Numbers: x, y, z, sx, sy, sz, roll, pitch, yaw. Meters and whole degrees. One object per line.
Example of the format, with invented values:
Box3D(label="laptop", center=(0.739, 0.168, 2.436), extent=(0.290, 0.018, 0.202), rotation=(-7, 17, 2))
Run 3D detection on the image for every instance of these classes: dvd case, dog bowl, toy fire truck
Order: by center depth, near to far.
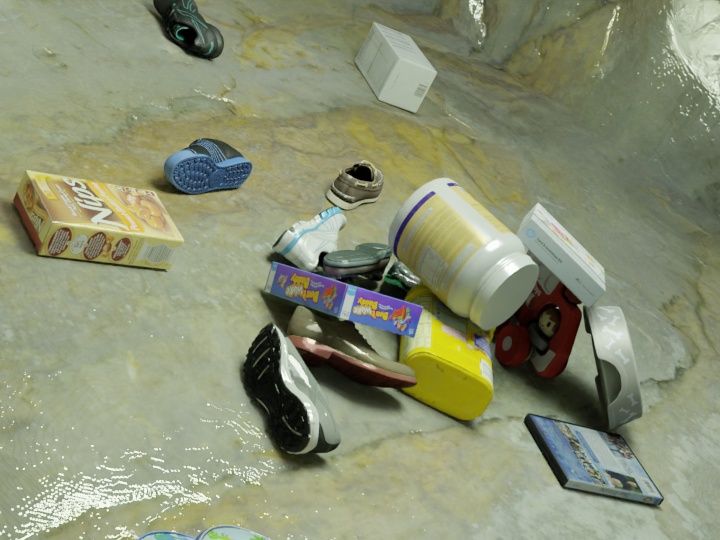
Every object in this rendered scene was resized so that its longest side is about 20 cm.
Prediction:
Box3D(label="dvd case", center=(0.349, 0.282, 1.779), extent=(0.198, 0.018, 0.143), rotation=(16, 28, -30))
Box3D(label="dog bowl", center=(0.400, 0.149, 1.885), extent=(0.058, 0.203, 0.201), rotation=(-11, 25, 7))
Box3D(label="toy fire truck", center=(0.292, 0.067, 1.935), extent=(0.111, 0.169, 0.201), rotation=(16, 28, -29))

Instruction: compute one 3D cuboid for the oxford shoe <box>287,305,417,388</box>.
Box3D(label="oxford shoe", center=(-0.007, 0.104, 1.601), extent=(0.198, 0.070, 0.076), rotation=(23, 65, -21))

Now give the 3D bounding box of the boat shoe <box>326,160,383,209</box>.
Box3D(label="boat shoe", center=(0.001, -0.164, 2.166), extent=(0.071, 0.060, 0.200), rotation=(36, 24, 11))

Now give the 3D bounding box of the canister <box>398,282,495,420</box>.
Box3D(label="canister", center=(0.125, 0.117, 1.747), extent=(0.147, 0.087, 0.201), rotation=(26, 26, -9))

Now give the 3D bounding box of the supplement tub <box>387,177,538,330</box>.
Box3D(label="supplement tub", center=(0.152, -0.024, 1.758), extent=(0.200, 0.146, 0.145), rotation=(45, 27, 27))

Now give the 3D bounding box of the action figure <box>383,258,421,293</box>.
Box3D(label="action figure", center=(0.131, 0.050, 1.927), extent=(0.199, 0.055, 0.118), rotation=(36, 21, 0))

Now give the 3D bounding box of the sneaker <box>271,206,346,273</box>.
Box3D(label="sneaker", center=(-0.063, -0.037, 1.857), extent=(0.087, 0.075, 0.200), rotation=(48, 29, 4))

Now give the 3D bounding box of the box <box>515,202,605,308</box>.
Box3D(label="box", center=(0.312, -0.027, 1.840), extent=(0.156, 0.041, 0.200), rotation=(45, 13, 2))

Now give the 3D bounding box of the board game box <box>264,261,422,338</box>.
Box3D(label="board game box", center=(-0.027, 0.039, 1.647), extent=(0.133, 0.045, 0.199), rotation=(17, -1, -35))

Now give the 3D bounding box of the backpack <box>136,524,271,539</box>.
Box3D(label="backpack", center=(-0.124, 0.309, 1.013), extent=(0.198, 0.148, 0.184), rotation=(25, 22, -8))

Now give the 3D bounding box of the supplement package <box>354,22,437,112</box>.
Box3D(label="supplement package", center=(0.080, -0.479, 2.791), extent=(0.108, 0.115, 0.201), rotation=(15, 29, -29))

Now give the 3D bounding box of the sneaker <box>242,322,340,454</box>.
Box3D(label="sneaker", center=(-0.085, 0.149, 1.469), extent=(0.079, 0.074, 0.201), rotation=(21, 31, -43))

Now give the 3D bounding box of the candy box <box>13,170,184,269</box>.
Box3D(label="candy box", center=(-0.345, -0.065, 1.573), extent=(0.198, 0.056, 0.116), rotation=(8, 33, -42))

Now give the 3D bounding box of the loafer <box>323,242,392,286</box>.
Box3D(label="loafer", center=(0.000, 0.000, 1.828), extent=(0.071, 0.064, 0.200), rotation=(10, 12, 22))

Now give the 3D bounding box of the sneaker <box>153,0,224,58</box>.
Box3D(label="sneaker", center=(-0.354, -0.497, 2.364), extent=(0.200, 0.076, 0.079), rotation=(43, 29, 24))

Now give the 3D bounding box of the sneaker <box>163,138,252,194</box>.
Box3D(label="sneaker", center=(-0.255, -0.170, 1.874), extent=(0.078, 0.071, 0.199), rotation=(36, 18, 23))
